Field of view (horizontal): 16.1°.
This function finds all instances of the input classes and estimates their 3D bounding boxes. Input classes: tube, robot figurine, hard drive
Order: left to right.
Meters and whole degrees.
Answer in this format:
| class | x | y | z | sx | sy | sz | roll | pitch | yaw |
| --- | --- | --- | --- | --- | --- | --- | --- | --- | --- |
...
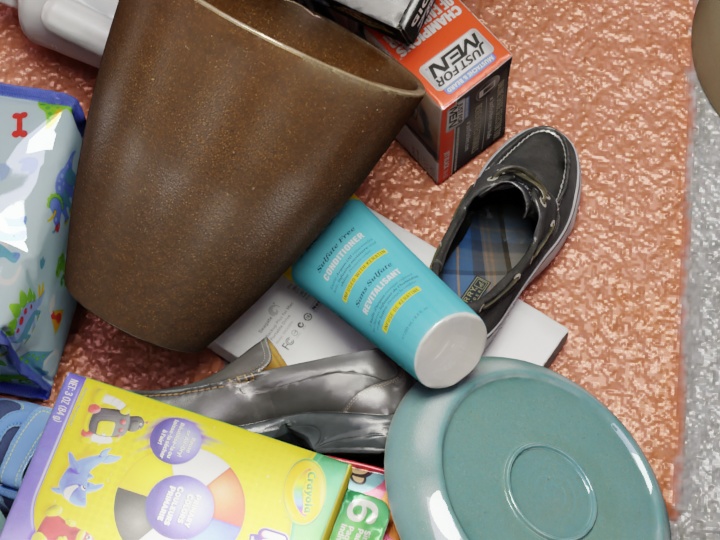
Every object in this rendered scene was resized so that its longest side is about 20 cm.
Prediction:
| class | x | y | z | sx | sy | sz | roll | pitch | yaw |
| --- | --- | --- | --- | --- | --- | --- | --- | --- | --- |
| robot figurine | -0.141 | -0.180 | 1.639 | 0.200 | 0.113 | 0.170 | 22 | 36 | 10 |
| tube | 0.000 | 0.000 | 1.530 | 0.077 | 0.050 | 0.200 | -47 | 45 | -2 |
| hard drive | 0.010 | 0.038 | 1.590 | 0.200 | 0.026 | 0.132 | 32 | 70 | 13 |

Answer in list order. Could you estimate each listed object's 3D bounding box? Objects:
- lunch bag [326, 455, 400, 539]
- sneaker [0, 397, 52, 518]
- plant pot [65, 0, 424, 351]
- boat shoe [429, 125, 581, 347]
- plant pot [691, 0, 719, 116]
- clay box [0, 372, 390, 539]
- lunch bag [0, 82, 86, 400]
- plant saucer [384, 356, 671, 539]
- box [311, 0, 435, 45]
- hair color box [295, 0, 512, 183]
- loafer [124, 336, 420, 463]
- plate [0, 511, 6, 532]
| class | x | y | z | sx | sy | sz | roll | pitch | yaw |
| --- | --- | --- | --- | --- | --- | --- | --- | --- | --- |
| lunch bag | 0.009 | 0.215 | 1.481 | 0.176 | 0.082 | 0.200 | 12 | 66 | 4 |
| sneaker | -0.171 | 0.121 | 1.522 | 0.200 | 0.082 | 0.074 | 21 | 69 | 10 |
| plant pot | -0.090 | -0.060 | 1.502 | 0.187 | 0.187 | 0.200 | 30 | 102 | 12 |
| boat shoe | 0.087 | -0.029 | 1.579 | 0.070 | 0.066 | 0.200 | 28 | 53 | 11 |
| plant pot | 0.312 | -0.188 | 1.599 | 0.187 | 0.200 | 0.187 | 0 | 66 | 0 |
| clay box | -0.091 | 0.143 | 1.441 | 0.200 | 0.048 | 0.115 | 17 | 66 | 7 |
| lunch bag | -0.273 | -0.029 | 1.572 | 0.200 | 0.127 | 0.170 | 9 | 68 | 18 |
| plant saucer | 0.106 | 0.134 | 1.495 | 0.200 | 0.027 | 0.200 | 17 | 53 | -24 |
| box | -0.014 | -0.267 | 1.548 | 0.200 | 0.050 | 0.199 | 27 | 88 | 13 |
| hair color box | 0.009 | -0.163 | 1.634 | 0.064 | 0.111 | 0.200 | -38 | 71 | -15 |
| loafer | -0.058 | 0.077 | 1.537 | 0.200 | 0.073 | 0.072 | 1 | 79 | 6 |
| plate | -0.228 | 0.204 | 1.425 | 0.026 | 0.200 | 0.200 | -7 | 64 | 23 |
